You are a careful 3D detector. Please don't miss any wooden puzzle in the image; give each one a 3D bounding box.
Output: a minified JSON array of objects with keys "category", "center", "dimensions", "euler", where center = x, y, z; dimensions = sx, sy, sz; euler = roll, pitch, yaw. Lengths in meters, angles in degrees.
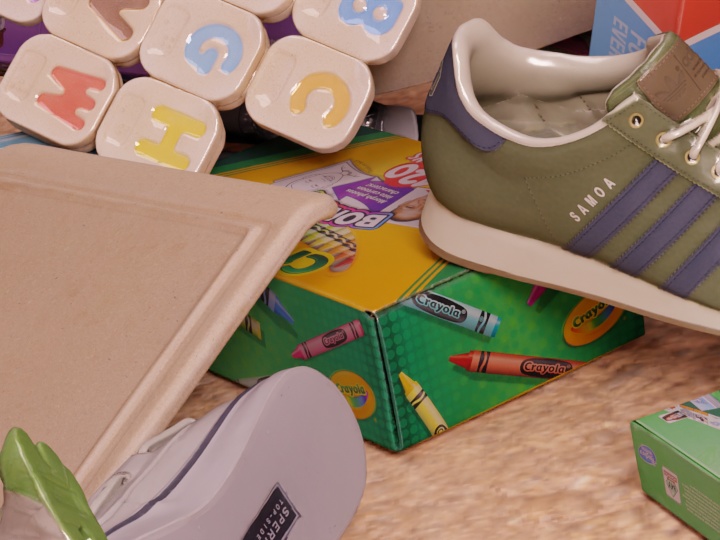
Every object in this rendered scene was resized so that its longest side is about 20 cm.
[{"category":"wooden puzzle","center":[-0.123,0.035,1.001],"dimensions":[0.185,0.037,0.200],"euler":[11,54,44]}]

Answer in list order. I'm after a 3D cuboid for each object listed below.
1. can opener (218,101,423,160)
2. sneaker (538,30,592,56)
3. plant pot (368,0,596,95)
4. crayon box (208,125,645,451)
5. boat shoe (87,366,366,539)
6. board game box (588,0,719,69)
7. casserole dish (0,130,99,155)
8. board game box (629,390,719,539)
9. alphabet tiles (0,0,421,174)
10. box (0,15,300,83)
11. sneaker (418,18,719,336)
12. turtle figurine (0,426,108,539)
[{"category":"can opener","center":[-0.045,-0.052,1.241],"dimensions":[0.200,0.053,0.066],"euler":[7,-7,36]},{"category":"sneaker","center":[0.104,-0.063,1.147],"dimensions":[0.088,0.081,0.200],"euler":[-19,14,-16]},{"category":"plant pot","center":[0.057,-0.169,1.169],"dimensions":[0.200,0.135,0.200],"euler":[-20,9,3]},{"category":"crayon box","center":[0.000,0.000,1.055],"dimensions":[0.119,0.058,0.200],"euler":[-24,25,-29]},{"category":"boat shoe","center":[-0.064,0.096,0.836],"dimensions":[0.066,0.072,0.200],"euler":[-20,22,31]},{"category":"board game box","center":[0.168,-0.125,1.005],"dimensions":[0.200,0.153,0.040],"euler":[-34,59,-26]},{"category":"casserole dish","center":[-0.169,-0.024,1.154],"dimensions":[0.200,0.039,0.121],"euler":[-13,-11,-3]},{"category":"board game box","center":[0.188,0.068,0.829],"dimensions":[0.134,0.029,0.200],"euler":[-18,22,-16]},{"category":"alphabet tiles","center":[-0.065,-0.133,1.104],"dimensions":[0.195,0.200,0.015],"euler":[25,-8,21]},{"category":"box","center":[-0.113,-0.108,1.287],"dimensions":[0.200,0.039,0.137],"euler":[6,1,8]},{"category":"sneaker","center":[0.110,-0.035,0.923],"dimensions":[0.200,0.090,0.067],"euler":[12,36,23]},{"category":"turtle figurine","center":[-0.178,0.092,0.745],"dimensions":[0.194,0.144,0.200],"euler":[-37,27,9]}]
